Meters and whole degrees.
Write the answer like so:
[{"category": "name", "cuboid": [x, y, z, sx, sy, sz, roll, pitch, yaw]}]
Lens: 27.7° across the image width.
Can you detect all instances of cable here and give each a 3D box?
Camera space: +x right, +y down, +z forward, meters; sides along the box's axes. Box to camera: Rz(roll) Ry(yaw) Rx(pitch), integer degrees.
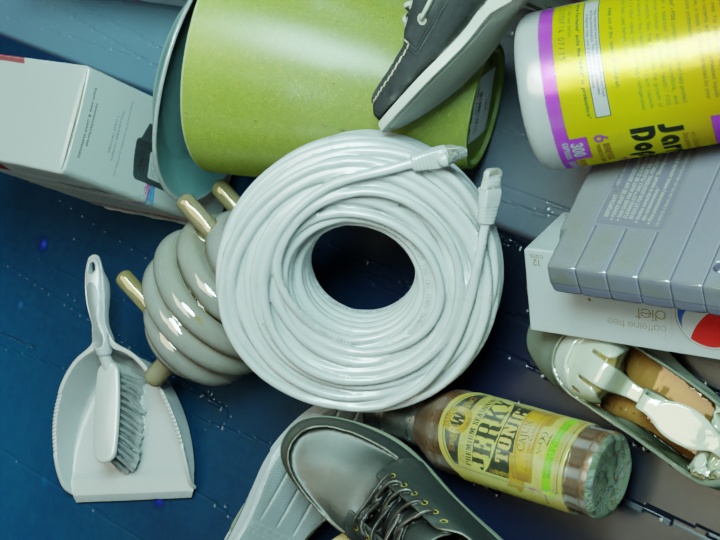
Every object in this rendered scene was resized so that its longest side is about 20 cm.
[{"category": "cable", "cuboid": [0.000, 0.000, 1.019, 0.199, 0.069, 0.201, 0, 113, 4]}]

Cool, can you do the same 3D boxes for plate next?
[{"category": "plate", "cuboid": [-0.115, -0.150, 1.115, 0.025, 0.200, 0.201, 19, 92, 17]}]

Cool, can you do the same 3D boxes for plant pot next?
[{"category": "plant pot", "cuboid": [-0.002, -0.141, 1.075, 0.199, 0.187, 0.188, 15, 90, 16]}]

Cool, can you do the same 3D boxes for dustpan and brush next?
[{"category": "dustpan and brush", "cuboid": [-0.206, 0.089, 1.213, 0.139, 0.057, 0.201, -7, 79, 30]}]

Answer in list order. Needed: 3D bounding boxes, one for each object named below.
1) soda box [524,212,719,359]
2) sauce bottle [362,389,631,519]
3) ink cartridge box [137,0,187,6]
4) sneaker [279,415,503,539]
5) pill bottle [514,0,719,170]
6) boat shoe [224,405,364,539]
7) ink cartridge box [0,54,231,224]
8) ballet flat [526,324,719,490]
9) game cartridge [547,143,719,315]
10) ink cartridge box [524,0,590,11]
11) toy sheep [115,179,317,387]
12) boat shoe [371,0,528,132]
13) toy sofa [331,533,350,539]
[{"category": "soda box", "cuboid": [0.212, 0.012, 0.960, 0.199, 0.068, 0.064, 8, 118, 32]}, {"category": "sauce bottle", "cuboid": [0.089, 0.121, 1.029, 0.199, 0.065, 0.065, 11, 88, 36]}, {"category": "ink cartridge box", "cuboid": [-0.187, -0.307, 1.250, 0.199, 0.085, 0.145, 13, 90, 33]}, {"category": "sneaker", "cuboid": [0.024, 0.161, 0.985, 0.200, 0.106, 0.075, 33, 88, 14]}, {"category": "pill bottle", "cuboid": [0.204, -0.129, 0.920, 0.199, 0.104, 0.105, -9, 78, 18]}, {"category": "boat shoe", "cuboid": [-0.060, 0.175, 1.111, 0.200, 0.072, 0.062, -55, 16, 0]}, {"category": "ink cartridge box", "cuboid": [-0.215, -0.102, 1.168, 0.145, 0.200, 0.083, 11, 85, 31]}, {"category": "ballet flat", "cuboid": [0.186, 0.078, 0.979, 0.200, 0.064, 0.068, 34, 100, 30]}, {"category": "game cartridge", "cuboid": [0.212, -0.058, 0.946, 0.129, 0.038, 0.200, 6, 50, 35]}, {"category": "ink cartridge box", "cuboid": [0.109, -0.237, 1.026, 0.199, 0.145, 0.084, 22, 94, 31]}, {"category": "toy sheep", "cuboid": [-0.110, 0.020, 1.130, 0.200, 0.138, 0.138, -48, 61, 32]}, {"category": "boat shoe", "cuboid": [0.063, -0.168, 0.937, 0.060, 0.074, 0.200, 50, 131, 9]}, {"category": "toy sofa", "cuboid": [0.023, 0.289, 1.044, 0.083, 0.098, 0.200, -34, 64, -5]}]
